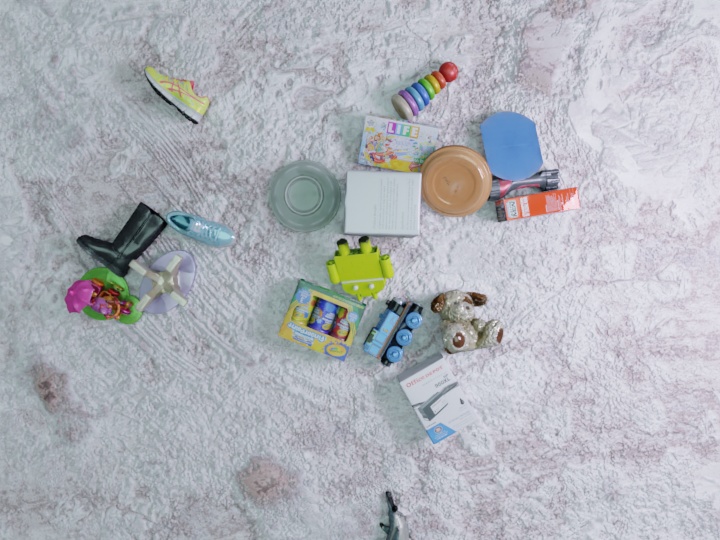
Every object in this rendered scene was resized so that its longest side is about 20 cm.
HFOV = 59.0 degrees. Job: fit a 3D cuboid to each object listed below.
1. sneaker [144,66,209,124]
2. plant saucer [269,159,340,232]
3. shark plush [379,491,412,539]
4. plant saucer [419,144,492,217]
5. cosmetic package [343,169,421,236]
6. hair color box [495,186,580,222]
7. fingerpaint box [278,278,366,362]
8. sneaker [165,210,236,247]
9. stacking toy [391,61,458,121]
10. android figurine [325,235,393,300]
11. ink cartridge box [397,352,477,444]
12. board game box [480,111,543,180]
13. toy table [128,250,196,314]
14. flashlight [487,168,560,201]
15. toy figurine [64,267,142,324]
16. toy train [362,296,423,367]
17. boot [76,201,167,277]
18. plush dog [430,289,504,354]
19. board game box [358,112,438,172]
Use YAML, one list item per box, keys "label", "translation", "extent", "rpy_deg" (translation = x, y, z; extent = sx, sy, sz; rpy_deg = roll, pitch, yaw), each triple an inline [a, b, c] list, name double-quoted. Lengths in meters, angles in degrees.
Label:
- label: "sneaker"
  translation: [-0.497, -0.493, 1.736]
  extent: [0.200, 0.078, 0.090]
  rpy_deg: [40, 84, -8]
- label: "plant saucer"
  translation: [-0.154, -0.206, 1.758]
  extent: [0.199, 0.050, 0.202]
  rpy_deg: [0, 93, -1]
- label: "shark plush"
  translation: [0.086, 0.735, 1.803]
  extent: [0.083, 0.091, 0.201]
  rpy_deg: [-9, 99, 30]
- label: "plant saucer"
  translation: [0.253, -0.237, 1.718]
  extent: [0.199, 0.032, 0.201]
  rpy_deg: [7, 117, 14]
- label: "cosmetic package"
  translation: [0.056, -0.173, 1.701]
  extent: [0.199, 0.165, 0.166]
  rpy_deg: [3, 91, 0]
- label: "hair color box"
  translation: [0.479, -0.178, 1.730]
  extent: [0.199, 0.111, 0.064]
  rpy_deg: [-11, 92, 0]
- label: "fingerpaint box"
  translation: [-0.105, 0.136, 1.764]
  extent: [0.199, 0.073, 0.168]
  rpy_deg: [22, 93, -1]
- label: "sneaker"
  translation: [-0.441, -0.110, 1.746]
  extent: [0.199, 0.082, 0.074]
  rpy_deg: [16, 94, -1]
- label: "stacking toy"
  translation: [0.184, -0.495, 1.731]
  extent: [0.200, 0.085, 0.086]
  rpy_deg: [-37, 93, -2]
- label: "android figurine"
  translation: [0.000, 0.000, 1.731]
  extent: [0.181, 0.041, 0.201]
  rpy_deg: [-4, 125, 13]
- label: "ink cartridge box"
  translation: [0.212, 0.354, 1.771]
  extent: [0.144, 0.084, 0.201]
  rpy_deg: [-30, 92, 1]
- label: "board game box"
  translation: [0.410, -0.336, 1.747]
  extent: [0.157, 0.039, 0.201]
  rpy_deg: [-7, 79, -8]
- label: "toy table"
  translation: [-0.537, 0.035, 1.737]
  extent: [0.183, 0.117, 0.201]
  rpy_deg: [26, 92, -2]
- label: "flashlight"
  translation: [0.444, -0.234, 1.754]
  extent: [0.199, 0.068, 0.068]
  rpy_deg: [-6, 90, -4]
- label: "toy figurine"
  translation: [-0.703, 0.085, 1.705]
  extent: [0.199, 0.184, 0.151]
  rpy_deg: [33, 93, -2]
- label: "toy train"
  translation: [0.092, 0.165, 1.762]
  extent: [0.114, 0.087, 0.201]
  rpy_deg: [29, 93, 4]
- label: "boot"
  translation: [-0.655, -0.107, 1.753]
  extent: [0.165, 0.066, 0.200]
  rpy_deg: [39, 95, -11]
- label: "plush dog"
  translation: [0.273, 0.136, 1.751]
  extent: [0.199, 0.160, 0.173]
  rpy_deg: [-4, 78, -27]
- label: "board game box"
  translation: [0.102, -0.343, 1.733]
  extent: [0.199, 0.034, 0.135]
  rpy_deg: [10, 117, 0]
